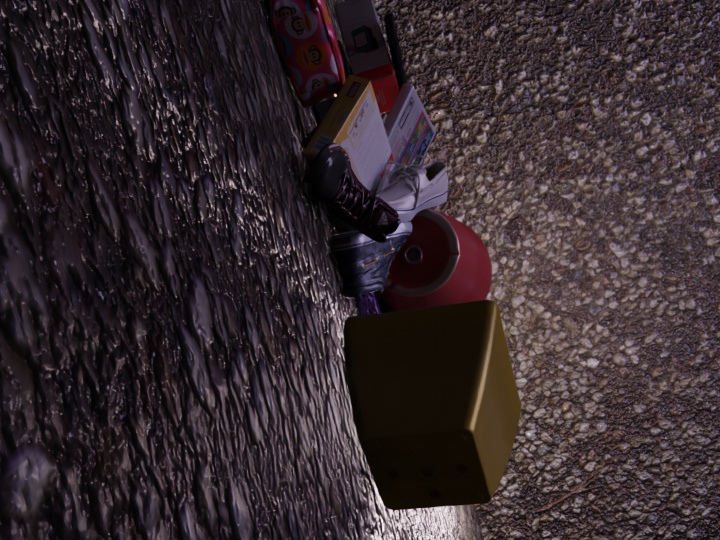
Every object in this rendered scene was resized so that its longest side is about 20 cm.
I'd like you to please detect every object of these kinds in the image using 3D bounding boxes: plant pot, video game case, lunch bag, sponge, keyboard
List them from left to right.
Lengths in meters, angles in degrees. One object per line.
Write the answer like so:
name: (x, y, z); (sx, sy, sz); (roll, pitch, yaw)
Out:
lunch bag: (-0.083, -0.351, 1.406); (0.177, 0.081, 0.201); (-104, 178, -51)
sponge: (0.000, 0.000, 1.554); (0.112, 0.029, 0.202); (37, 38, -83)
video game case: (0.060, -0.188, 1.677); (0.202, 0.023, 0.182); (-65, 158, -9)
keyboard: (0.062, -0.351, 1.671); (0.201, 0.020, 0.128); (72, 10, -56)
plant pot: (0.103, -0.011, 1.596); (0.177, 0.198, 0.203); (37, 38, -72)
plant pot: (0.087, 0.180, 1.224); (0.177, 0.198, 0.201); (-80, 157, -49)

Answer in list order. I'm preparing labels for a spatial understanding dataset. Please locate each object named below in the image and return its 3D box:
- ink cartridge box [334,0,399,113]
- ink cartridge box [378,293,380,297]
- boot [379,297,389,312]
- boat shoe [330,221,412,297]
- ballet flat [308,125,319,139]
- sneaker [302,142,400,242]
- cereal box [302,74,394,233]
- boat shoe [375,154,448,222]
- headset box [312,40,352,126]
ink cartridge box: (0.019, -0.340, 1.655); (0.116, 0.067, 0.202); (58, 16, -70)
ink cartridge box: (0.014, -0.064, 1.814); (0.120, 0.042, 0.202); (-93, 166, -65)
boot: (0.086, 0.022, 1.727); (0.069, 0.131, 0.202); (-27, 110, -42)
boat shoe: (0.020, -0.018, 1.439); (0.200, 0.070, 0.092); (-18, 100, -60)
ballet flat: (-0.025, -0.173, 1.524); (0.200, 0.072, 0.068); (63, 10, -68)
sneaker: (0.000, -0.094, 1.281); (0.115, 0.076, 0.200); (33, -2, 14)
cereal box: (-0.012, -0.160, 1.427); (0.145, 0.039, 0.201); (-61, 156, -22)
boat shoe: (0.075, -0.131, 1.488); (0.201, 0.074, 0.087); (-23, 125, -49)
headset box: (-0.033, -0.270, 1.673); (0.200, 0.074, 0.150); (56, 19, -74)
